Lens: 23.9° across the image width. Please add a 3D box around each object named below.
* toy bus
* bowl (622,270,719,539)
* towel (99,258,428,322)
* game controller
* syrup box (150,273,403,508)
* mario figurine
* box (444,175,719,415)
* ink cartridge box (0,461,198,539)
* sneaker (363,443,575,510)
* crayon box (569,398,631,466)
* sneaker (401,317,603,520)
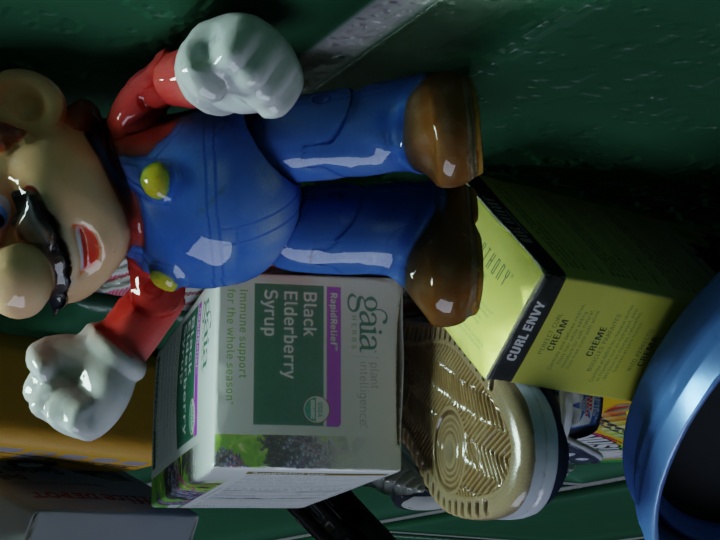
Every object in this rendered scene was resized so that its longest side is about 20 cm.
[{"bbox_3d":[-0.206,0.072,0.955,0.199,0.066,0.078,11,163,-36],"label":"toy bus"},{"bbox_3d":[0.191,0.047,0.658,0.199,0.039,0.202,-15,133,-16],"label":"bowl"},{"bbox_3d":[0.000,0.000,0.743,0.146,0.030,0.199,-9,165,36],"label":"towel"},{"bbox_3d":[-0.033,0.134,0.995,0.042,0.200,0.104,-43,-176,5],"label":"game controller"},{"bbox_3d":[-0.042,0.059,0.755,0.081,0.079,0.200,2,168,-12],"label":"syrup box"},{"bbox_3d":[-0.061,-0.009,0.527,0.198,0.125,0.106,-3,178,1],"label":"mario figurine"},{"bbox_3d":[0.118,0.015,0.673,0.199,0.050,0.075,10,-152,-35],"label":"box"},{"bbox_3d":[-0.221,0.149,1.055,0.199,0.085,0.146,22,-174,36],"label":"ink cartridge box"},{"bbox_3d":[0.021,0.110,1.057,0.198,0.080,0.129,0,162,-34],"label":"sneaker"},{"bbox_3d":[0.116,0.062,0.904,0.171,0.059,0.200,-8,163,33],"label":"crayon box"},{"bbox_3d":[0.072,0.057,0.709,0.108,0.071,0.200,6,-175,-17],"label":"sneaker"}]
